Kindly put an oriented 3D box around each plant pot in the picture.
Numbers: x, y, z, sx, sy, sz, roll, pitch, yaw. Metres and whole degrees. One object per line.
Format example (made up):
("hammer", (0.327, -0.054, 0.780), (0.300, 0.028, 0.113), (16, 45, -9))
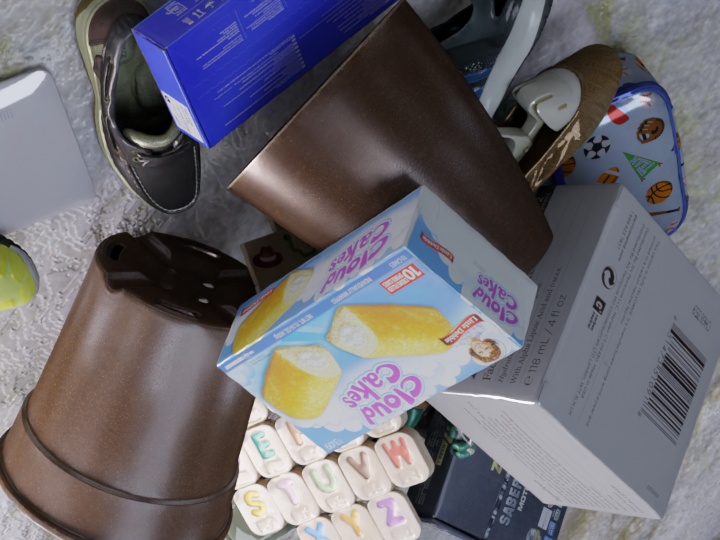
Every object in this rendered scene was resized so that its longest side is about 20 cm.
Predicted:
("plant pot", (0.039, -0.062, 1.169), (0.200, 0.187, 0.187), (43, 104, -6))
("plant pot", (-0.164, 0.090, 1.255), (0.200, 0.200, 0.199), (7, 116, -32))

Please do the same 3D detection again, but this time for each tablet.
("tablet", (-0.302, -0.062, 1.167), (0.200, 0.014, 0.130), (-22, 135, -9))

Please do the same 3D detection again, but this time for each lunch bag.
("lunch bag", (0.195, -0.080, 1.378), (0.160, 0.076, 0.200), (-24, 134, -5))

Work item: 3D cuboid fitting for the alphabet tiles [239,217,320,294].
("alphabet tiles", (0.000, 0.000, 1.260), (0.200, 0.168, 0.008), (-20, 180, -39))

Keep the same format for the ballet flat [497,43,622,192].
("ballet flat", (0.125, -0.103, 1.253), (0.200, 0.068, 0.072), (-49, 145, 8))

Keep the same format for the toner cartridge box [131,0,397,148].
("toner cartridge box", (-0.059, -0.184, 1.130), (0.200, 0.043, 0.095), (-40, 139, -19))

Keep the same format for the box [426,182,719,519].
("box", (0.177, 0.065, 1.296), (0.200, 0.130, 0.199), (42, 62, -37))

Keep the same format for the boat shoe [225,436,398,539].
("boat shoe", (-0.045, 0.199, 1.497), (0.201, 0.061, 0.072), (-21, 96, -15))

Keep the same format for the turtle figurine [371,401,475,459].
("turtle figurine", (0.051, 0.098, 1.385), (0.200, 0.150, 0.101), (-42, 172, 26))

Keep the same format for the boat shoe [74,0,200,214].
("boat shoe", (-0.156, -0.111, 1.166), (0.072, 0.066, 0.201), (-22, 134, -10))

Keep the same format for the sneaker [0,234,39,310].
("sneaker", (-0.321, 0.004, 1.150), (0.200, 0.076, 0.076), (13, 119, -37))

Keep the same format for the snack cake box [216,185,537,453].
("snack cake box", (0.010, 0.039, 1.118), (0.115, 0.067, 0.200), (41, 131, -20))

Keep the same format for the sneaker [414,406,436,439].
("sneaker", (0.110, 0.156, 1.510), (0.075, 0.079, 0.200), (-42, 143, 15))

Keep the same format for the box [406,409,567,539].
("box", (0.135, 0.156, 1.460), (0.158, 0.051, 0.201), (30, 72, -35))

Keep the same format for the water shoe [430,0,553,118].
("water shoe", (0.079, -0.159, 1.264), (0.079, 0.072, 0.200), (26, 126, -3))

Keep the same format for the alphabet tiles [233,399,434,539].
("alphabet tiles", (-0.037, 0.164, 1.390), (0.200, 0.015, 0.196), (-23, 99, 30))
